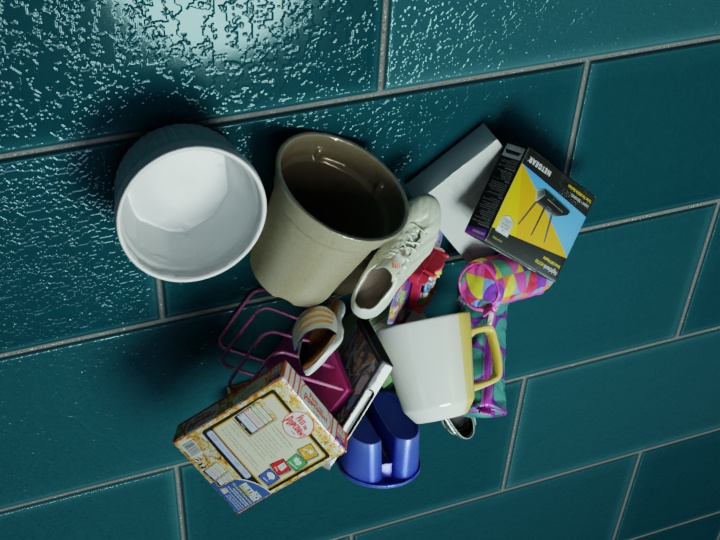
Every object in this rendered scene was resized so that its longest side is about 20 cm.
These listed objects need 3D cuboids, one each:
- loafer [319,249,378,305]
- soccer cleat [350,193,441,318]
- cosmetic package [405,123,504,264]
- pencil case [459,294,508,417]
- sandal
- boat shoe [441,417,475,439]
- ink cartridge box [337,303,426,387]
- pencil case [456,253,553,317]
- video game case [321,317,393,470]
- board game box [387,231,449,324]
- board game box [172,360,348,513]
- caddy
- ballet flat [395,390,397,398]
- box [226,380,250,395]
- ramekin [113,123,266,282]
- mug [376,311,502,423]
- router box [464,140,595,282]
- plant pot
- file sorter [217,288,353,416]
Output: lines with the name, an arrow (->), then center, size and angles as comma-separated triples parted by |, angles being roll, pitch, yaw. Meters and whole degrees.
loafer -> 0.000, 0.000, 1.724 | 0.199, 0.072, 0.073 | -28, 136, -2
soccer cleat -> 0.052, -0.019, 1.589 | 0.201, 0.069, 0.078 | -58, 174, 0
cosmetic package -> 0.180, -0.109, 1.733 | 0.150, 0.052, 0.200 | -38, 135, 6
pencil case -> 0.202, 0.142, 1.867 | 0.084, 0.202, 0.092 | 4, 167, -7
sandal -> -0.068, 0.082, 1.632 | 0.059, 0.207, 0.079 | 41, 105, -12
boat shoe -> 0.155, 0.196, 1.905 | 0.072, 0.062, 0.202 | -20, 117, -12
ink cartridge box -> 0.053, 0.122, 1.878 | 0.145, 0.048, 0.200 | -37, 133, 7
pencil case -> 0.233, 0.014, 1.798 | 0.199, 0.088, 0.089 | -16, 141, -50
video game case -> -0.023, 0.181, 1.711 | 0.025, 0.200, 0.182 | 29, 99, -16
board game box -> 0.100, 0.016, 1.719 | 0.159, 0.039, 0.200 | -67, 166, 3
board game box -> -0.140, 0.237, 1.598 | 0.199, 0.046, 0.152 | -31, 111, 18
caddy -> 0.023, 0.291, 1.913 | 0.140, 0.200, 0.106 | -3, 115, -17
ballet flat -> 0.160, 0.207, 1.987 | 0.198, 0.071, 0.068 | -17, 148, -12
box -> -0.113, 0.201, 1.846 | 0.198, 0.076, 0.050 | -16, 132, -12
ramekin -> -0.230, -0.097, 1.487 | 0.198, 0.105, 0.202 | -12, 127, -16
mug -> 0.128, 0.149, 1.749 | 0.184, 0.155, 0.149 | -12, 175, 5
router box -> 0.257, -0.085, 1.700 | 0.199, 0.051, 0.150 | 25, 91, -45
plant pot -> -0.061, -0.057, 1.579 | 0.199, 0.202, 0.184 | 6, 138, -30
file sorter -> -0.123, 0.145, 1.702 | 0.125, 0.201, 0.139 | 21, 118, -34
